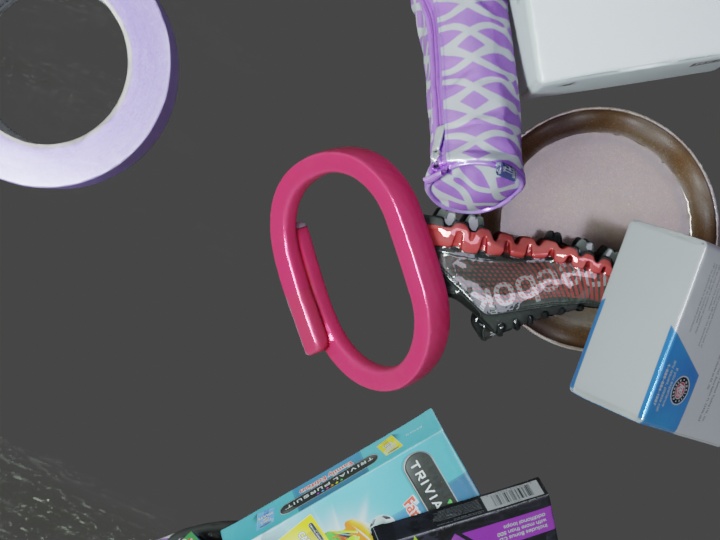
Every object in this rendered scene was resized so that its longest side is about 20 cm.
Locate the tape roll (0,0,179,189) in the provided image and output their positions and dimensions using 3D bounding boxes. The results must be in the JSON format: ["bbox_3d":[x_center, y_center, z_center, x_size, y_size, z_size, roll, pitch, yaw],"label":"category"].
[{"bbox_3d":[-0.248,-0.166,1.543,0.199,0.085,0.201,0,93,-1],"label":"tape roll"}]

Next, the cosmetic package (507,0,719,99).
[{"bbox_3d":[0.197,-0.248,1.508,0.164,0.165,0.201,-9,91,0],"label":"cosmetic package"}]

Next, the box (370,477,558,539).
[{"bbox_3d":[0.099,0.278,1.547,0.142,0.036,0.201,-16,115,-6],"label":"box"}]

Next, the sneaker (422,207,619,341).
[{"bbox_3d":[0.135,0.014,1.532,0.199,0.071,0.098,11,92,1],"label":"sneaker"}]

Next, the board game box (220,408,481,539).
[{"bbox_3d":[0.010,0.228,1.556,0.199,0.047,0.151,-30,111,0],"label":"board game box"}]

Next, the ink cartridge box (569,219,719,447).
[{"bbox_3d":[0.277,0.059,1.508,0.199,0.084,0.145,19,92,-42],"label":"ink cartridge box"}]

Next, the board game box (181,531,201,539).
[{"bbox_3d":[-0.163,0.313,1.467,0.200,0.151,0.037,-45,127,-6],"label":"board game box"}]

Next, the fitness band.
[{"bbox_3d":[0.000,0.000,1.536,0.143,0.037,0.201,-18,91,40],"label":"fitness band"}]

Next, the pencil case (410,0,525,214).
[{"bbox_3d":[0.081,-0.141,1.512,0.085,0.084,0.201,14,56,-28],"label":"pencil case"}]

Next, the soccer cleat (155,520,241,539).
[{"bbox_3d":[-0.176,0.246,1.570,0.199,0.073,0.069,-20,111,-18],"label":"soccer cleat"}]

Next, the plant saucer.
[{"bbox_3d":[0.195,-0.034,1.581,0.199,0.032,0.201,0,91,0],"label":"plant saucer"}]
